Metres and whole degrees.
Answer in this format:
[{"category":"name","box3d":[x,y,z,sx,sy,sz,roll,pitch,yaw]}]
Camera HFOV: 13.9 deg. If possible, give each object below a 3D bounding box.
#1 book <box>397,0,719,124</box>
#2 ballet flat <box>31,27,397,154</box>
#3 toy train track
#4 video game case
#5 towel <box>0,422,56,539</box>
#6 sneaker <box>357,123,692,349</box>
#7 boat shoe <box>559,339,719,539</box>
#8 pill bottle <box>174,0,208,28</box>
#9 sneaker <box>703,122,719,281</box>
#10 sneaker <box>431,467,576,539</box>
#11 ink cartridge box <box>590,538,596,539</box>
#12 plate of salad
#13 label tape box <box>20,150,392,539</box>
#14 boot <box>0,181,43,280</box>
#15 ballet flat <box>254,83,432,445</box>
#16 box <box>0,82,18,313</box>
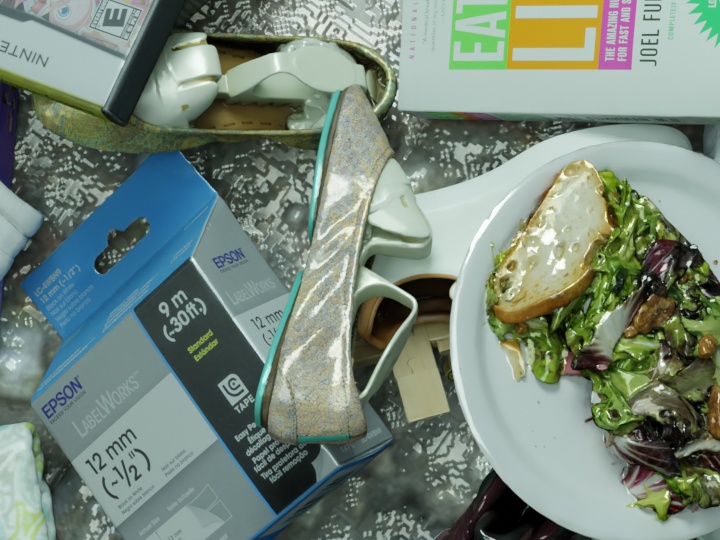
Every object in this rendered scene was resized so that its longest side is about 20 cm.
[{"category":"book","box3d":[0.117,-0.143,1.525,0.199,0.048,0.134,2,83,32]},{"category":"ballet flat","box3d":[-0.070,-0.098,1.536,0.199,0.071,0.071,1,86,-27]},{"category":"toy train track","box3d":[0.067,0.029,1.570,0.199,0.033,0.115,-16,53,1]},{"category":"video game case","box3d":[-0.154,-0.192,1.515,0.180,0.025,0.201,21,82,27]},{"category":"towel","box3d":[-0.241,0.197,1.606,0.171,0.048,0.201,-12,85,5]},{"category":"sneaker","box3d":[0.085,-0.010,1.535,0.199,0.073,0.085,-20,55,11]},{"category":"boat shoe","box3d":[0.153,0.097,1.512,0.200,0.073,0.067,51,55,-8]},{"category":"pill bottle","box3d":[-0.101,-0.200,1.573,0.200,0.111,0.111,-42,82,5]},{"category":"sneaker","box3d":[0.229,-0.014,1.527,0.113,0.075,0.201,7,100,-3]},{"category":"sneaker","box3d":[0.057,0.159,1.524,0.076,0.116,0.200,30,91,9]},{"category":"ink cartridge box","box3d":[0.138,0.243,1.523,0.146,0.083,0.200,35,93,10]},{"category":"plate of salad","box3d":[0.142,0.034,1.450,0.199,0.048,0.201,2,83,-16]},{"category":"label tape box","box3d":[-0.098,0.054,1.554,0.143,0.066,0.200,-41,82,31]},{"category":"boot","box3d":[-0.263,-0.061,1.578,0.200,0.074,0.096,41,87,1]},{"category":"ballet flat","box3d":[0.000,0.000,1.491,0.067,0.068,0.201,9,67,9]},{"category":"box","box3d":[-0.262,-0.056,1.626,0.136,0.039,0.201,4,87,10]}]
